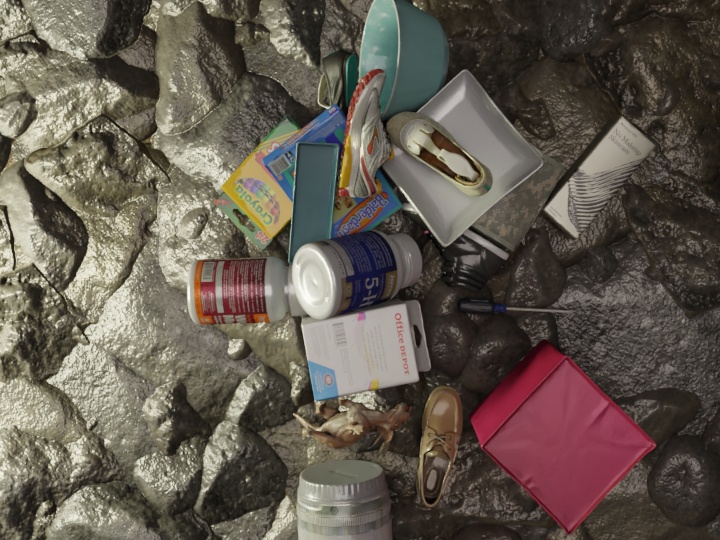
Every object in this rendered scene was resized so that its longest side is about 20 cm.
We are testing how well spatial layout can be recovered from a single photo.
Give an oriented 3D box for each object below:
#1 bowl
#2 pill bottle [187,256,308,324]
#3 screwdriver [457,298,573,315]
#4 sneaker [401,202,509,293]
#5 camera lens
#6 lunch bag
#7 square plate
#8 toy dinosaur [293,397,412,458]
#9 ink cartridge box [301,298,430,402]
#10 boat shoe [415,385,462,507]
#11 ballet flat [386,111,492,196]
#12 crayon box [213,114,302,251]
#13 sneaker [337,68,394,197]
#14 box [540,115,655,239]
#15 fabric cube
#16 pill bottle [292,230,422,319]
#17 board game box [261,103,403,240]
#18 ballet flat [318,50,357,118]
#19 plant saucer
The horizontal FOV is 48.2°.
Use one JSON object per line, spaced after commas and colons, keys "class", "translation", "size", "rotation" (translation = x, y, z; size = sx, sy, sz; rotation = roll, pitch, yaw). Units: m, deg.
{"class": "bowl", "translation": [0.074, -0.337, 1.297], "size": [0.103, 0.200, 0.205], "rotation": [1, 93, -17]}
{"class": "pill bottle", "translation": [-0.183, 0.033, 1.351], "size": [0.196, 0.110, 0.112], "rotation": [-2, 93, 3]}
{"class": "screwdriver", "translation": [0.264, 0.065, 1.371], "size": [0.196, 0.029, 0.028], "rotation": [4, 93, 7]}
{"class": "sneaker", "translation": [0.142, -0.033, 1.354], "size": [0.198, 0.071, 0.100], "rotation": [30, 94, 1]}
{"class": "camera lens", "translation": [-0.025, 0.435, 1.337], "size": [0.157, 0.160, 0.204], "rotation": [-3, 93, 2]}
{"class": "lunch bag", "translation": [0.214, -0.146, 1.322], "size": [0.198, 0.118, 0.165], "rotation": [32, 95, 5]}
{"class": "square plate", "translation": [0.150, -0.174, 1.256], "size": [0.199, 0.028, 0.199], "rotation": [-40, 76, 10]}
{"class": "toy dinosaur", "translation": [-0.018, 0.271, 1.376], "size": [0.197, 0.136, 0.087], "rotation": [-14, 53, 25]}
{"class": "ink cartridge box", "translation": [0.009, 0.125, 1.334], "size": [0.196, 0.125, 0.131], "rotation": [-10, 93, -3]}
{"class": "boat shoe", "translation": [0.136, 0.300, 1.372], "size": [0.070, 0.065, 0.204], "rotation": [7, 93, 2]}
{"class": "ballet flat", "translation": [0.118, -0.185, 1.220], "size": [0.199, 0.062, 0.068], "rotation": [36, 96, 16]}
{"class": "crayon box", "translation": [-0.145, -0.146, 1.370], "size": [0.127, 0.051, 0.200], "rotation": [43, 94, -1]}
{"class": "sneaker", "translation": [0.015, -0.210, 1.243], "size": [0.081, 0.078, 0.203], "rotation": [8, 115, -5]}
{"class": "box", "translation": [0.388, -0.152, 1.339], "size": [0.082, 0.068, 0.201], "rotation": [38, 94, 0]}
{"class": "fabric cube", "translation": [0.315, 0.258, 1.296], "size": [0.200, 0.199, 0.196], "rotation": [45, 92, 0]}
{"class": "pill bottle", "translation": [0.000, 0.000, 1.298], "size": [0.198, 0.119, 0.122], "rotation": [-14, 93, -37]}
{"class": "board game box", "translation": [-0.044, -0.144, 1.321], "size": [0.151, 0.045, 0.201], "rotation": [-35, 115, 1]}
{"class": "ballet flat", "translation": [-0.036, -0.265, 1.351], "size": [0.067, 0.068, 0.204], "rotation": [7, 107, 25]}
{"class": "plant saucer", "translation": [-0.076, -0.107, 1.293], "size": [0.069, 0.019, 0.203], "rotation": [1, 111, -14]}
